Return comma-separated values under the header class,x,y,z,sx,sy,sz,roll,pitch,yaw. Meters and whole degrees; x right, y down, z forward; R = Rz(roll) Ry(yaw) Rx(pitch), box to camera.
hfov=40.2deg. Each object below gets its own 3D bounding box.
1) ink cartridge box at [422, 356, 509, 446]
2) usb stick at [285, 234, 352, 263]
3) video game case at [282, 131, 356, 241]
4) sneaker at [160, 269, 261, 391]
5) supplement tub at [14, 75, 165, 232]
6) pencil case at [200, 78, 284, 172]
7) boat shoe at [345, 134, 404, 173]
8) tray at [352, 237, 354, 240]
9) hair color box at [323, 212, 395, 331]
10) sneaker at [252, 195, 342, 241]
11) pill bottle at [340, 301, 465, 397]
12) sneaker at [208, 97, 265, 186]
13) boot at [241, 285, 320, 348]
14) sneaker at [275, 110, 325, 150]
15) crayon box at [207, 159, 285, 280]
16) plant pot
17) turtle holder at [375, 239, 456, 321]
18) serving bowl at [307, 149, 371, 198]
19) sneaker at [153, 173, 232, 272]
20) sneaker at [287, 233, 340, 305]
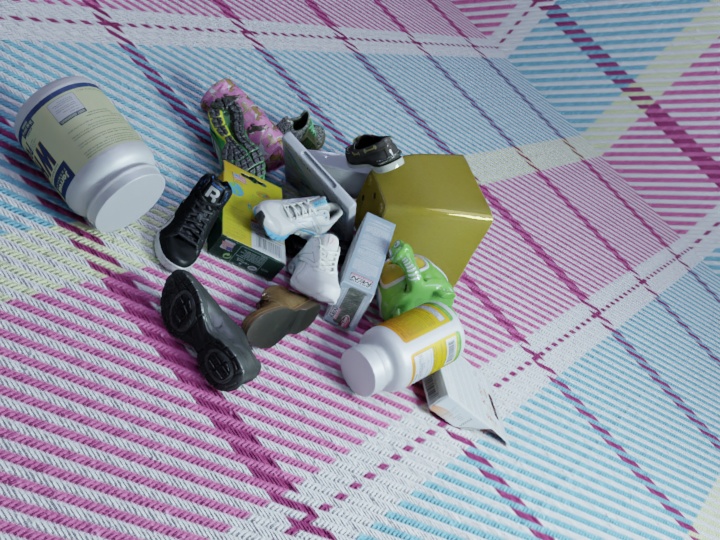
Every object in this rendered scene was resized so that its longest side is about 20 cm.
class,x,y,z,sx,sy,sz,roll,pitch,yaw
ink cartridge box,0.178,0.218,1.754,0.200,0.050,0.162,43,22,-36
usb stick,-0.062,-0.039,1.800,0.200,0.033,0.055,7,37,-46
video game case,-0.077,-0.148,1.813,0.182,0.022,0.200,48,-12,11
sneaker,-0.215,0.085,1.413,0.200,0.076,0.091,58,22,13
supplement tub,-0.396,-0.170,1.447,0.200,0.145,0.145,49,29,13
pencil case,-0.218,-0.275,1.872,0.200,0.087,0.083,49,6,13
boat shoe,0.019,-0.226,1.832,0.201,0.072,0.061,24,-40,64
tray,0.078,0.001,1.916,0.200,0.037,0.099,53,30,18
hair color box,0.000,0.000,1.709,0.061,0.099,0.200,24,41,-4
sneaker,-0.102,-0.100,1.665,0.200,0.087,0.075,-4,63,-59
pill bottle,0.067,0.132,1.609,0.200,0.111,0.111,-22,66,-38
sneaker,-0.224,-0.211,1.788,0.078,0.085,0.200,-11,69,-14
boot,-0.141,0.067,1.531,0.075,0.074,0.200,35,18,16
sneaker,-0.117,-0.286,2.011,0.077,0.089,0.200,47,28,10
crayon box,-0.193,-0.087,1.673,0.127,0.051,0.200,26,36,-27
plant pot,0.098,-0.101,1.860,0.200,0.196,0.194,6,42,-24
turtle holder,0.081,0.035,1.752,0.185,0.141,0.132,27,28,-51
serving bowl,-0.040,-0.184,1.946,0.200,0.066,0.200,12,14,-3
sneaker,-0.257,-0.089,1.540,0.073,0.112,0.200,32,30,-16
sneaker,-0.069,-0.012,1.630,0.078,0.100,0.200,24,12,-22
